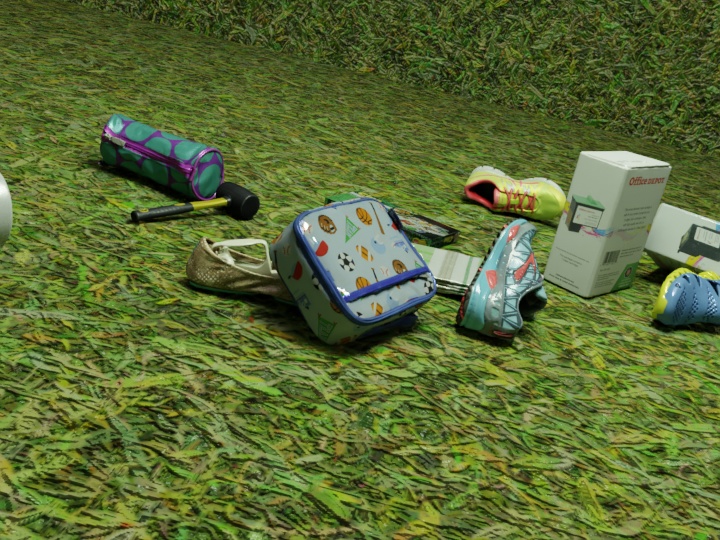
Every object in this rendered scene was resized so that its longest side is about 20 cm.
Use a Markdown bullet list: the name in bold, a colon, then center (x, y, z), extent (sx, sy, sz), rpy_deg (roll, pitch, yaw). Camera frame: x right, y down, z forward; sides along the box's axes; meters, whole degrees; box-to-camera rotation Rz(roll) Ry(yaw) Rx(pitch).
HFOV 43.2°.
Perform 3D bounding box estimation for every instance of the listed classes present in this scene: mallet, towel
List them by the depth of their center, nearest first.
- **towel**: center (0.151, 0.012, 1.259), extent (0.199, 0.031, 0.149), rpy_deg (13, 17, 9)
- **mallet**: center (-0.240, -0.094, 1.289), extent (0.199, 0.041, 0.066), rpy_deg (-9, 30, -39)

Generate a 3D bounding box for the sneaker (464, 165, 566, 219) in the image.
- **sneaker**: center (0.279, -0.132, 1.670), extent (0.199, 0.079, 0.090), rpy_deg (16, 27, 26)

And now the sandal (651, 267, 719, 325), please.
- **sandal**: center (0.491, 0.045, 1.303), extent (0.199, 0.080, 0.087), rpy_deg (-8, 32, -42)

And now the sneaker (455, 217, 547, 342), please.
- **sneaker**: center (0.193, 0.018, 1.152), extent (0.095, 0.080, 0.200), rpy_deg (28, 51, 7)

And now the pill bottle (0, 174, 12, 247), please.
- **pill bottle**: center (-0.463, -0.055, 0.913), extent (0.119, 0.120, 0.199), rpy_deg (28, 25, 37)

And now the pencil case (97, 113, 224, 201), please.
- **pencil case**: center (-0.303, -0.171, 1.382), extent (0.199, 0.086, 0.092), rpy_deg (21, 5, 23)

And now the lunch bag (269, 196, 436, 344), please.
- **lunch bag**: center (0.000, 0.000, 1.045), extent (0.200, 0.076, 0.161), rpy_deg (-18, 71, -53)

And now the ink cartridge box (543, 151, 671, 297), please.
- **ink cartridge box**: center (0.368, -0.073, 1.357), extent (0.084, 0.201, 0.144), rpy_deg (28, 25, 37)

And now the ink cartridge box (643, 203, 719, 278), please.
- **ink cartridge box**: center (0.570, -0.022, 1.455), extent (0.199, 0.083, 0.146), rpy_deg (25, 0, 32)

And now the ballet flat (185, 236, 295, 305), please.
- **ballet flat**: center (-0.102, 0.001, 1.063), extent (0.199, 0.066, 0.071), rpy_deg (10, 18, -10)

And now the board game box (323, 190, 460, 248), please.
- **board game box**: center (0.050, -0.082, 1.449), extent (0.199, 0.024, 0.105), rpy_deg (24, 25, 28)
